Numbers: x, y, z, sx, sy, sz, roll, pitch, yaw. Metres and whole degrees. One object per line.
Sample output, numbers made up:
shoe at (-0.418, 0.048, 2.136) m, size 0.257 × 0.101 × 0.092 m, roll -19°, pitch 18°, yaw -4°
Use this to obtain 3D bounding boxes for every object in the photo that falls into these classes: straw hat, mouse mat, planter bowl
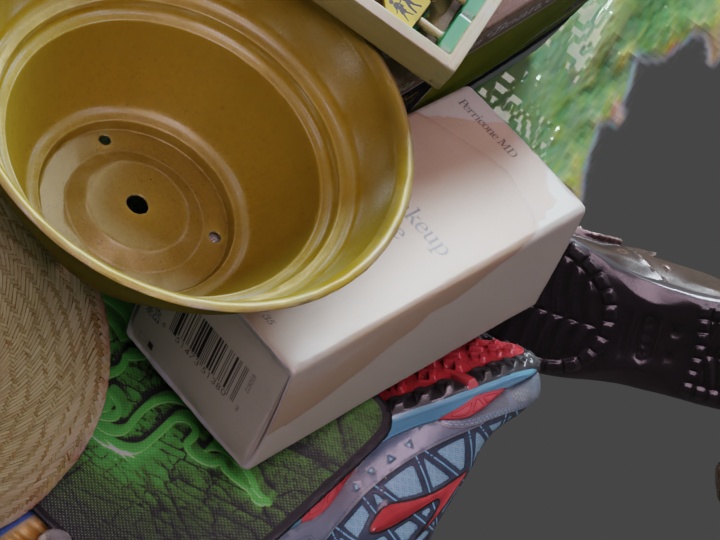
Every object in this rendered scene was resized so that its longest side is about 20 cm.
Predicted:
straw hat at (-0.202, 0.049, 1.178) m, size 0.200 × 0.085 × 0.202 m, roll -3°, pitch 110°, yaw -7°
mouse mat at (-0.103, 0.052, 1.294) m, size 0.200 × 0.008 × 0.161 m, roll 41°, pitch 62°, yaw 14°
planter bowl at (-0.084, -0.047, 1.187) m, size 0.199 × 0.084 × 0.201 m, roll 13°, pitch 53°, yaw -18°

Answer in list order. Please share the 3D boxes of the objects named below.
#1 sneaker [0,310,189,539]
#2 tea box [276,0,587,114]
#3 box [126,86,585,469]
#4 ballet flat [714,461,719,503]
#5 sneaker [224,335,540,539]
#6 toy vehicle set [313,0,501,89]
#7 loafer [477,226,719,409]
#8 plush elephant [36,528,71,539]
sneaker at (-0.120, 0.069, 1.328) m, size 0.200 × 0.075 × 0.088 m, roll -37°, pitch 74°, yaw -27°
tea box at (0.014, -0.148, 1.355) m, size 0.200 × 0.197 × 0.134 m, roll -32°, pitch 87°, yaw -24°
box at (0.000, 0.000, 1.300) m, size 0.200 × 0.078 × 0.095 m, roll -30°, pitch 68°, yaw -38°
ballet flat at (0.276, 0.120, 1.449) m, size 0.199 × 0.068 × 0.073 m, roll -5°, pitch 97°, yaw -20°
sneaker at (0.006, 0.102, 1.359) m, size 0.199 × 0.079 × 0.096 m, roll -28°, pitch 118°, yaw -22°
toy vehicle set at (0.037, -0.194, 1.228) m, size 0.124 × 0.027 × 0.200 m, roll 34°, pitch 69°, yaw -4°
loafer at (0.123, 0.019, 1.426) m, size 0.199 × 0.071 × 0.073 m, roll 21°, pitch 105°, yaw -3°
plush elephant at (-0.183, 0.195, 1.229) m, size 0.199 × 0.155 × 0.166 m, roll 12°, pitch 114°, yaw 17°
